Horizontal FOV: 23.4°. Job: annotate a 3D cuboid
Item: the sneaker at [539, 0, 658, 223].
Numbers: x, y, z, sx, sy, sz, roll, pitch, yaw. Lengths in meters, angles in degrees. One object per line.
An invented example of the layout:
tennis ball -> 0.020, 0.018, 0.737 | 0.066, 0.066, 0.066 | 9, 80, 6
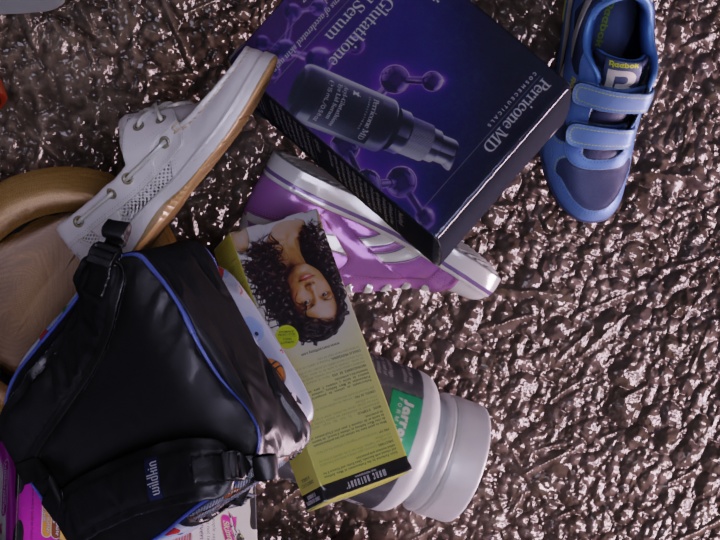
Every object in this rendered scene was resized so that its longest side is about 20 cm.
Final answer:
sneaker -> 0.183, -0.133, 1.321 | 0.073, 0.082, 0.201 | 0, 103, -13

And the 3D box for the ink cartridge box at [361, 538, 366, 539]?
ink cartridge box -> -0.037, 0.324, 1.341 | 0.199, 0.083, 0.147 | -33, 77, -3

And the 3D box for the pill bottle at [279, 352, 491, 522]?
pill bottle -> -0.009, 0.115, 1.315 | 0.199, 0.113, 0.114 | 20, 97, -15

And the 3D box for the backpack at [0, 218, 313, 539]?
backpack -> -0.142, 0.092, 1.166 | 0.190, 0.154, 0.201 | -37, 74, 24

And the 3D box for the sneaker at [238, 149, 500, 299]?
sneaker -> 0.000, 0.000, 1.321 | 0.199, 0.073, 0.115 | 25, 99, -4

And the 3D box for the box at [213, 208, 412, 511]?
box -> -0.035, 0.063, 1.231 | 0.075, 0.050, 0.201 | -18, 82, -24

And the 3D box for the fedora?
fedora -> -0.223, 0.017, 1.269 | 0.199, 0.082, 0.202 | -2, 103, -10

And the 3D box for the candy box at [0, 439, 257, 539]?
candy box -> -0.171, 0.196, 1.262 | 0.199, 0.061, 0.137 | 16, 57, -32

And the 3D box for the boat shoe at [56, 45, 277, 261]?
boat shoe -> -0.136, -0.082, 1.176 | 0.069, 0.071, 0.200 | 40, 103, -1

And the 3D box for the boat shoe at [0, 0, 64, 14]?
boat shoe -> -0.303, -0.220, 1.220 | 0.198, 0.071, 0.064 | 2, 67, -2

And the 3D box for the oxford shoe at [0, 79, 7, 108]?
oxford shoe -> -0.355, -0.120, 1.233 | 0.199, 0.071, 0.073 | -19, 79, -7

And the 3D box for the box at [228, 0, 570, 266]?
box -> 0.029, -0.127, 1.237 | 0.200, 0.104, 0.148 | 40, 84, 9
